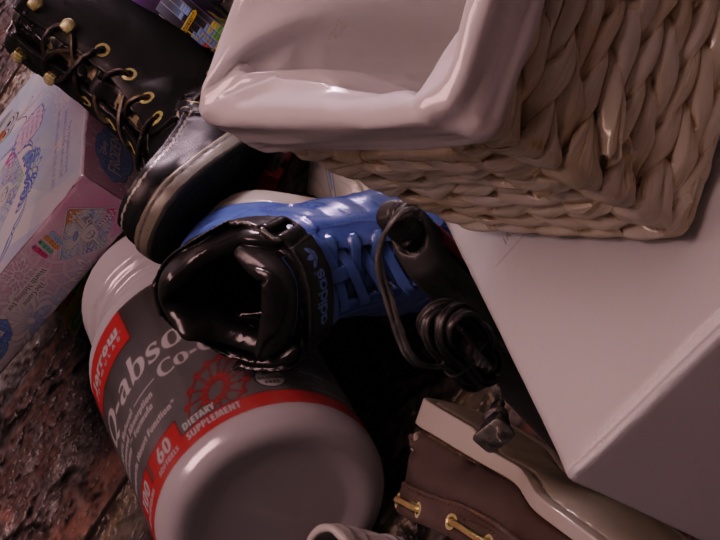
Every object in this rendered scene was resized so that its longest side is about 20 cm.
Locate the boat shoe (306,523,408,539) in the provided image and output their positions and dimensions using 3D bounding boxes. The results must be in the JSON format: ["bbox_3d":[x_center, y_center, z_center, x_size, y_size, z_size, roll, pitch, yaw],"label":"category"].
[{"bbox_3d":[0.003,0.206,0.887,0.072,0.066,0.201,-27,51,40],"label":"boat shoe"}]

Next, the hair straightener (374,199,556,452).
[{"bbox_3d":[0.057,0.031,0.814,0.041,0.200,0.077,-19,56,18],"label":"hair straightener"}]

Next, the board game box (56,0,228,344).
[{"bbox_3d":[-0.133,-0.070,1.224,0.201,0.057,0.165,-59,37,9],"label":"board game box"}]

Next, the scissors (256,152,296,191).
[{"bbox_3d":[-0.043,-0.054,1.049,0.073,0.014,0.200,-64,2,-3],"label":"scissors"}]

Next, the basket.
[{"bbox_3d":[0.056,-0.116,0.675,0.135,0.123,0.201,5,71,51],"label":"basket"}]

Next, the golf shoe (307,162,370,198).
[{"bbox_3d":[-0.005,-0.075,1.055,0.097,0.078,0.201,-46,39,34],"label":"golf shoe"}]

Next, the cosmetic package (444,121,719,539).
[{"bbox_3d":[0.149,-0.020,0.747,0.166,0.167,0.200,-47,39,21],"label":"cosmetic package"}]

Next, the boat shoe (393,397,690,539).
[{"bbox_3d":[0.075,0.113,0.848,0.200,0.072,0.060,31,101,58],"label":"boat shoe"}]

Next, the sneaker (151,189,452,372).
[{"bbox_3d":[0.000,0.001,0.924,0.199,0.111,0.077,0,112,21],"label":"sneaker"}]

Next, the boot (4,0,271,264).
[{"bbox_3d":[-0.126,-0.086,1.044,0.074,0.153,0.204,-61,-3,26],"label":"boot"}]

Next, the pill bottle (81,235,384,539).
[{"bbox_3d":[-0.073,0.065,1.020,0.116,0.116,0.200,-54,36,15],"label":"pill bottle"}]

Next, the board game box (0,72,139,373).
[{"bbox_3d":[-0.198,-0.035,1.170,0.199,0.043,0.200,-47,27,26],"label":"board game box"}]
